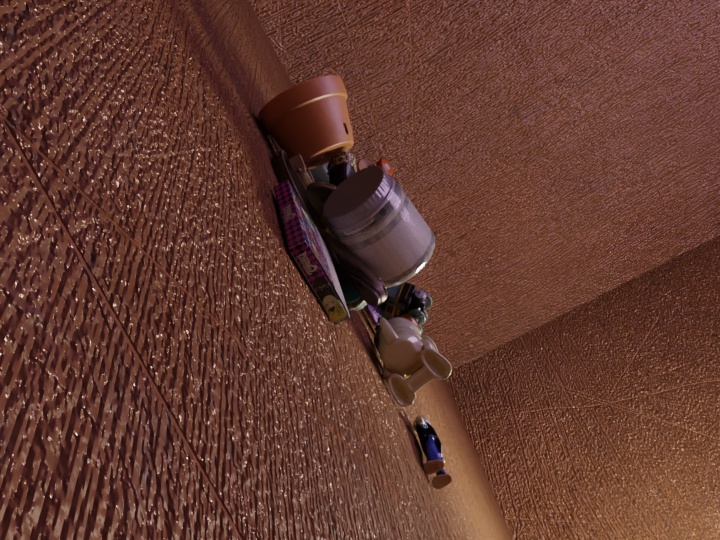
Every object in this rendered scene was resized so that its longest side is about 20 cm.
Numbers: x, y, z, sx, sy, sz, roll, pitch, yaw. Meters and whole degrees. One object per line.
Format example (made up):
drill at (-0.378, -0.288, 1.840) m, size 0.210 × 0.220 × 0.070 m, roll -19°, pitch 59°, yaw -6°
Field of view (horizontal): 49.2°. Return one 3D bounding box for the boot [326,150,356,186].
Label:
boot at (-0.044, -0.153, 1.731) m, size 0.201 × 0.072 × 0.153 m, roll 104°, pitch -14°, yaw -65°

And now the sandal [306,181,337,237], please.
sandal at (-0.049, -0.094, 1.609) m, size 0.054 × 0.079 × 0.202 m, roll -74°, pitch 146°, yaw -51°

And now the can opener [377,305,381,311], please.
can opener at (0.061, 0.071, 1.915) m, size 0.200 × 0.052 × 0.067 m, roll 48°, pitch 14°, yaw -39°

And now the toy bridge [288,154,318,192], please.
toy bridge at (-0.105, -0.178, 1.638) m, size 0.200 × 0.027 × 0.068 m, roll 50°, pitch 15°, yaw -75°

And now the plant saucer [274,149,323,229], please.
plant saucer at (-0.125, -0.150, 1.606) m, size 0.200 × 0.029 × 0.202 m, roll -90°, pitch 154°, yaw -80°

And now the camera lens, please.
camera lens at (0.040, -0.080, 1.534) m, size 0.201 × 0.159 × 0.161 m, roll 51°, pitch 10°, yaw -29°

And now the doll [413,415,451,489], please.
doll at (0.146, 0.368, 1.669) m, size 0.200 × 0.048 × 0.138 m, roll -103°, pitch 167°, yaw -69°

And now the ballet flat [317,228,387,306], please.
ballet flat at (-0.022, -0.012, 1.495) m, size 0.200 × 0.046 × 0.068 m, roll 42°, pitch -32°, yaw 17°

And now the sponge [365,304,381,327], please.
sponge at (0.045, 0.041, 1.951) m, size 0.030 × 0.111 × 0.201 m, roll 25°, pitch -31°, yaw 55°

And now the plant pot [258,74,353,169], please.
plant pot at (-0.102, -0.308, 1.691) m, size 0.142 × 0.198 × 0.200 m, roll 65°, pitch 5°, yaw 3°

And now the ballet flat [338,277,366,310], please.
ballet flat at (-0.012, 0.041, 1.585) m, size 0.075 × 0.074 × 0.201 m, roll 61°, pitch 7°, yaw -27°

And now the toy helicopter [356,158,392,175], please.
toy helicopter at (0.032, -0.175, 1.877) m, size 0.132 × 0.078 × 0.202 m, roll 2°, pitch 66°, yaw -55°

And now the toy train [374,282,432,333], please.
toy train at (0.098, 0.111, 1.859) m, size 0.201 × 0.113 × 0.086 m, roll 104°, pitch 11°, yaw -46°

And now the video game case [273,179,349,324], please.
video game case at (-0.085, -0.033, 1.350) m, size 0.201 × 0.035 × 0.182 m, roll -110°, pitch 174°, yaw -52°

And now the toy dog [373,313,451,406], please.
toy dog at (0.087, 0.174, 1.713) m, size 0.194 × 0.140 × 0.200 m, roll 43°, pitch 8°, yaw -12°

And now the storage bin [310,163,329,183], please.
storage bin at (-0.087, -0.224, 1.857) m, size 0.135 × 0.144 × 0.201 m, roll -97°, pitch 162°, yaw -46°
